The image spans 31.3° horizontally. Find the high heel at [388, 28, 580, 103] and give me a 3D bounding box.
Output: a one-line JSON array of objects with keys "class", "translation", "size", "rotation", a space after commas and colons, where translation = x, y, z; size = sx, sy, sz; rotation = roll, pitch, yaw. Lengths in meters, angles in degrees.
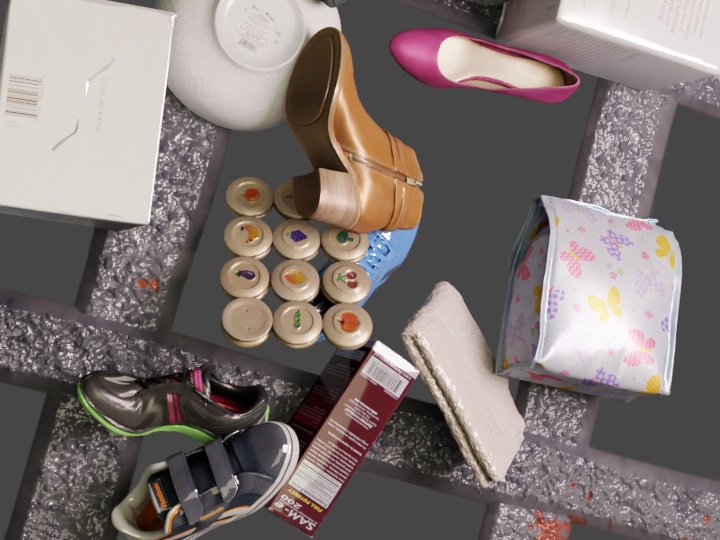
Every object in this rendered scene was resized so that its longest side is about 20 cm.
[{"class": "high heel", "translation": [0.133, -0.220, 1.374], "size": [0.200, 0.096, 0.067], "rotation": [19, 85, -17]}]

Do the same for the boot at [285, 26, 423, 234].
[{"class": "boot", "translation": [0.002, -0.136, 1.305], "size": [0.155, 0.074, 0.200], "rotation": [6, 88, -44]}]

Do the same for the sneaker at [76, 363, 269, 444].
[{"class": "sneaker", "translation": [-0.184, 0.122, 1.279], "size": [0.200, 0.077, 0.084], "rotation": [11, 123, -26]}]

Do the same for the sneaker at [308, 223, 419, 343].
[{"class": "sneaker", "translation": [0.000, 0.000, 1.346], "size": [0.066, 0.078, 0.200], "rotation": [46, 77, -11]}]

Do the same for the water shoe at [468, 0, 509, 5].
[{"class": "water shoe", "translation": [0.078, -0.338, 1.378], "size": [0.200, 0.079, 0.072], "rotation": [19, 129, 0]}]

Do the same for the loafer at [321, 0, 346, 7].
[{"class": "loafer", "translation": [0.014, -0.353, 1.292], "size": [0.063, 0.072, 0.200], "rotation": [40, 76, 12]}]

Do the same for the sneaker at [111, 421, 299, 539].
[{"class": "sneaker", "translation": [-0.154, 0.211, 1.253], "size": [0.200, 0.078, 0.079], "rotation": [-37, 147, 14]}]

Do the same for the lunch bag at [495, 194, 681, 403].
[{"class": "lunch bag", "translation": [0.251, 0.030, 1.398], "size": [0.169, 0.127, 0.200], "rotation": [13, 77, -16]}]

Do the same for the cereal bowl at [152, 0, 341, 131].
[{"class": "cereal bowl", "translation": [-0.109, -0.244, 1.306], "size": [0.200, 0.083, 0.200], "rotation": [0, 90, -19]}]

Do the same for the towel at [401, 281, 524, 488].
[{"class": "towel", "translation": [0.114, 0.120, 1.362], "size": [0.034, 0.133, 0.200], "rotation": [-24, 101, 26]}]

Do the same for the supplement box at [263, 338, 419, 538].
[{"class": "supplement box", "translation": [-0.031, 0.166, 1.321], "size": [0.061, 0.109, 0.200], "rotation": [37, 81, -15]}]

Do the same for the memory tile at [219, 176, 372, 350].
[{"class": "memory tile", "translation": [-0.065, -0.011, 1.295], "size": [0.153, 0.017, 0.200], "rotation": [3, 58, -7]}]

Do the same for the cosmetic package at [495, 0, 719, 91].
[{"class": "cosmetic package", "translation": [0.281, -0.306, 1.384], "size": [0.200, 0.166, 0.168], "rotation": [15, 86, -16]}]

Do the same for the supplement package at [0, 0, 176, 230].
[{"class": "supplement package", "translation": [-0.268, -0.141, 1.195], "size": [0.147, 0.200, 0.192], "rotation": [8, 88, -17]}]
